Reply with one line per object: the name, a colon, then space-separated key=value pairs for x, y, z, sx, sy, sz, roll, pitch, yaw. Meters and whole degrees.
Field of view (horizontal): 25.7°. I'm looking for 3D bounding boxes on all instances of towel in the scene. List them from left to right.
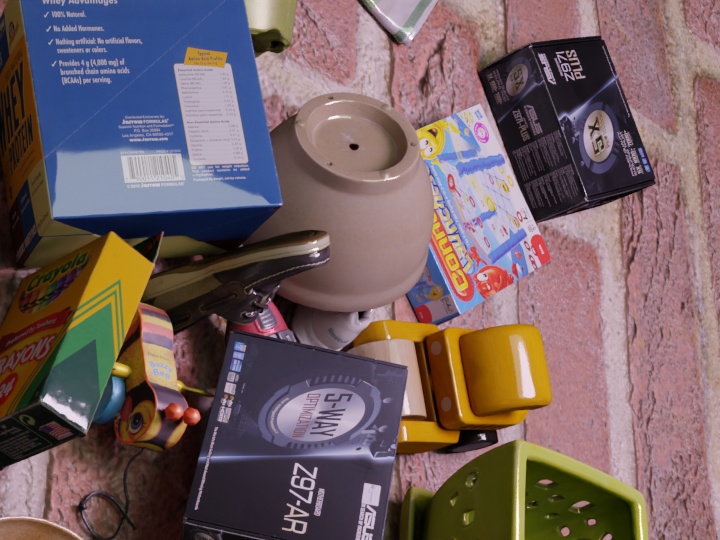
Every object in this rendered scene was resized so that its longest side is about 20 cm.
towel: x=0.019 y=-0.370 z=1.791 sx=0.200 sy=0.031 sz=0.149 roll=49 pitch=43 yaw=-19

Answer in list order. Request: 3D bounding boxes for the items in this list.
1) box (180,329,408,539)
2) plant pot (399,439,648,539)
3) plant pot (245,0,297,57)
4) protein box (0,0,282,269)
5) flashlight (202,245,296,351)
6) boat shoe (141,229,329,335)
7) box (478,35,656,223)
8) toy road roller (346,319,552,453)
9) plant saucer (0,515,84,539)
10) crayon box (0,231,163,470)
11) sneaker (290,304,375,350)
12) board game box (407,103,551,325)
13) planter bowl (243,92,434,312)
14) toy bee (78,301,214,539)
box: x=-0.052 y=0.153 z=1.312 sx=0.160 sy=0.044 sz=0.200 roll=13 pitch=50 yaw=-1
plant pot: x=0.146 y=0.296 z=1.504 sx=0.199 sy=0.181 sz=0.200 roll=27 pitch=54 yaw=-37
plant pot: x=-0.129 y=-0.306 z=1.507 sx=0.200 sy=0.200 sz=0.190 roll=5 pitch=80 yaw=-45
protein box: x=-0.194 y=-0.122 z=1.327 sx=0.198 sy=0.135 sz=0.200 roll=-5 pitch=75 yaw=-25
flashlight: x=-0.122 y=0.006 z=1.437 sx=0.200 sy=0.068 sz=0.068 roll=63 pitch=5 yaw=9
boat shoe: x=-0.105 y=0.015 z=1.359 sx=0.072 sy=0.201 sz=0.066 roll=-24 pitch=98 yaw=-60
box: x=0.252 y=-0.173 z=1.905 sx=0.164 sy=0.086 sz=0.200 roll=-14 pitch=83 yaw=-48
toy road roller: x=0.097 y=0.107 z=1.566 sx=0.200 sy=0.146 sz=0.123 roll=7 pitch=67 yaw=-45
plant saucer: x=-0.260 y=0.287 z=1.190 sx=0.200 sy=0.035 sz=0.200 roll=21 pitch=58 yaw=-39
crayon box: x=-0.239 y=0.051 z=1.253 sx=0.051 sy=0.127 sz=0.200 roll=40 pitch=46 yaw=-27
sneaker: x=0.000 y=0.000 z=1.559 sx=0.075 sy=0.087 sz=0.200 roll=37 pitch=48 yaw=-28
board game box: x=0.100 y=-0.063 z=1.716 sx=0.196 sy=0.056 sz=0.200 roll=-28 pitch=94 yaw=-49
planter bowl: x=-0.018 y=-0.079 z=1.473 sx=0.200 sy=0.135 sz=0.200 roll=9 pitch=46 yaw=-9
toy bee: x=-0.171 y=0.109 z=1.312 sx=0.131 sy=0.109 sz=0.200 roll=-6 pitch=77 yaw=-50
